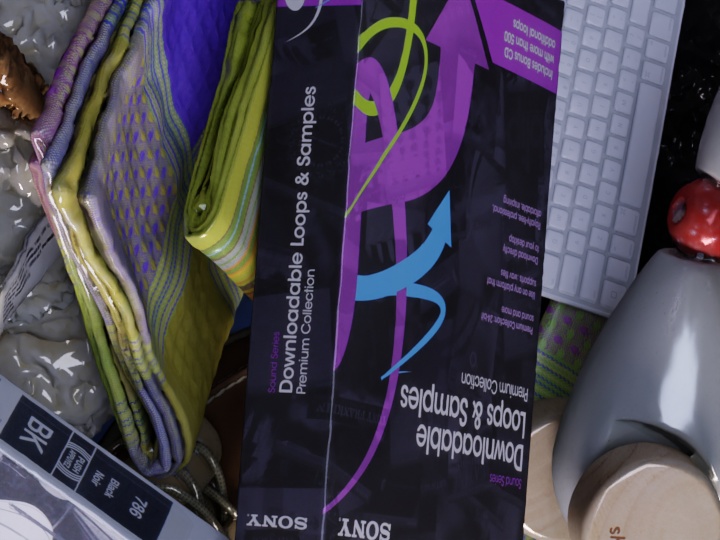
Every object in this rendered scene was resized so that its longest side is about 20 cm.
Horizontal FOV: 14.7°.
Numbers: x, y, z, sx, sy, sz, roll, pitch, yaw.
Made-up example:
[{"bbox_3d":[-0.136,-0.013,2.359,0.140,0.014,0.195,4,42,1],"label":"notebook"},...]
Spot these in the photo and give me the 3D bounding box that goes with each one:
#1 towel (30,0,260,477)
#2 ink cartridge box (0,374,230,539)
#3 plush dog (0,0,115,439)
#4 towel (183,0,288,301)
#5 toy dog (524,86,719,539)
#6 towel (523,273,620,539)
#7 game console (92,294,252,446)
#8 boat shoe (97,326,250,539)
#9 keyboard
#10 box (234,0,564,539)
[{"bbox_3d":[-0.050,-0.048,0.890,0.144,0.023,0.201,74,27,-42],"label":"towel"},{"bbox_3d":[-0.089,0.106,0.844,0.200,0.039,0.100,35,115,-9],"label":"ink cartridge box"},{"bbox_3d":[-0.161,-0.048,0.890,0.171,0.160,0.201,4,79,18],"label":"plush dog"},{"bbox_3d":[0.000,0.000,0.914,0.200,0.018,0.086,50,50,-50],"label":"towel"},{"bbox_3d":[0.129,0.029,0.939,0.096,0.132,0.200,23,117,-23],"label":"toy dog"},{"bbox_3d":[0.123,0.104,1.027,0.199,0.023,0.144,28,83,-22],"label":"towel"},{"bbox_3d":[-0.045,0.081,0.983,0.199,0.031,0.178,-27,98,-14],"label":"game console"},{"bbox_3d":[-0.068,0.090,0.925,0.200,0.074,0.076,-38,104,-12],"label":"boat shoe"},{"bbox_3d":[0.089,-0.084,1.007,0.056,0.011,0.201,16,73,-15],"label":"keyboard"},{"bbox_3d":[0.016,-0.003,0.888,0.143,0.036,0.201,14,80,-61],"label":"box"}]
